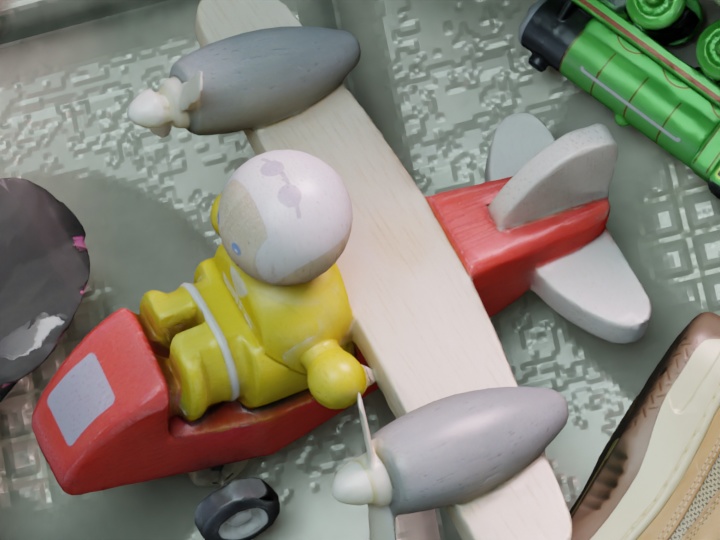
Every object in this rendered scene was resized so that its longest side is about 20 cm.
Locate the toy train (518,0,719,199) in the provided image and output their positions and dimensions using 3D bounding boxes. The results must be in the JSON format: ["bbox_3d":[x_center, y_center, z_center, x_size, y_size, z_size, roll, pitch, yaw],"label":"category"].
[{"bbox_3d":[0.138,-0.052,1.009,0.200,0.042,0.056,38,95,19],"label":"toy train"}]

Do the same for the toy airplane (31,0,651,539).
[{"bbox_3d":[0.000,0.000,0.966,0.200,0.141,0.199,13,68,22],"label":"toy airplane"}]

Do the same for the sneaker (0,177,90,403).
[{"bbox_3d":[-0.173,0.058,1.020,0.080,0.086,0.200,45,76,-10],"label":"sneaker"}]

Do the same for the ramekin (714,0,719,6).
[{"bbox_3d":[0.182,-0.164,0.963,0.200,0.098,0.200,-1,99,-6],"label":"ramekin"}]

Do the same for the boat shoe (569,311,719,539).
[{"bbox_3d":[0.095,0.114,0.957,0.076,0.072,0.200,32,84,3],"label":"boat shoe"}]
